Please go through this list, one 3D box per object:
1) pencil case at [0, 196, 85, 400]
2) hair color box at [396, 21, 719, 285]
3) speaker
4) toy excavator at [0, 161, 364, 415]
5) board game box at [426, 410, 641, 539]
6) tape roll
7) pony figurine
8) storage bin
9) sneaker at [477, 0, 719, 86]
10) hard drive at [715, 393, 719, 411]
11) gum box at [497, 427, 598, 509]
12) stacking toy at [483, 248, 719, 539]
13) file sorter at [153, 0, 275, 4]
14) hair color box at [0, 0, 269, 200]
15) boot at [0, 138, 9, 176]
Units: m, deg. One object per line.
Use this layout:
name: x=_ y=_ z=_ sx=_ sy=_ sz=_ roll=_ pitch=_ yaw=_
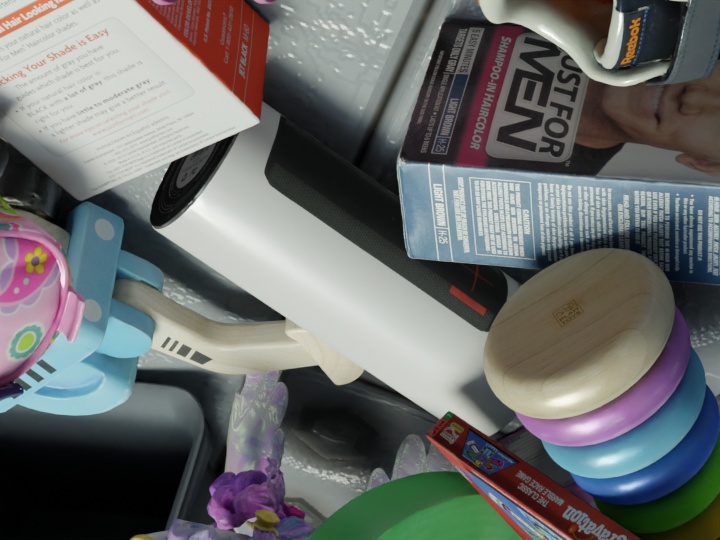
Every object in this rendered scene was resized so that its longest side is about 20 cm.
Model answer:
pencil case: x=-0.206 y=-0.015 z=1.002 sx=0.200 sy=0.087 sz=0.088 roll=34 pitch=161 yaw=49
hair color box: x=0.123 y=-0.050 z=0.913 sx=0.198 sy=0.100 sz=0.061 roll=5 pitch=135 yaw=13
speaker: x=0.000 y=0.000 z=1.027 sx=0.199 sy=0.082 sz=0.081 roll=35 pitch=137 yaw=-19
toy excavator: x=-0.121 y=0.026 z=1.103 sx=0.199 sy=0.100 sz=0.194 roll=26 pitch=142 yaw=-31
board game box: x=0.105 y=0.129 z=0.936 sx=0.103 sy=0.019 sz=0.200 roll=47 pitch=173 yaw=-26
tape roll: x=0.040 y=0.203 z=1.056 sx=0.200 sy=0.201 sz=0.048 roll=44 pitch=166 yaw=-28
pony figurine: x=-0.042 y=0.160 z=1.109 sx=0.166 sy=0.199 sz=0.194 roll=22 pitch=109 yaw=32
storage bin: x=-0.166 y=0.156 z=1.222 sx=0.199 sy=0.146 sz=0.135 roll=2 pitch=147 yaw=23
sneaker: x=0.140 y=-0.111 z=0.858 sx=0.198 sy=0.080 sz=0.079 roll=10 pitch=139 yaw=6
hard drive: x=0.236 y=0.017 z=0.935 sx=0.026 sy=0.132 sz=0.200 roll=55 pitch=136 yaw=7
gum box: x=0.118 y=0.143 z=1.157 sx=0.113 sy=0.066 sz=0.200 roll=38 pitch=136 yaw=-21
stacking toy: x=0.133 y=0.086 z=0.911 sx=0.085 sy=0.086 sz=0.200 roll=-14 pitch=128 yaw=31
file sorter: x=0.005 y=-0.182 z=0.785 sx=0.199 sy=0.126 sz=0.139 roll=-1 pitch=137 yaw=20
hair color box: x=-0.142 y=-0.124 z=0.921 sx=0.110 sy=0.064 sz=0.200 roll=-20 pitch=138 yaw=28
boot: x=-0.251 y=-0.094 z=0.938 sx=0.200 sy=0.070 sz=0.132 roll=41 pitch=-177 yaw=37
